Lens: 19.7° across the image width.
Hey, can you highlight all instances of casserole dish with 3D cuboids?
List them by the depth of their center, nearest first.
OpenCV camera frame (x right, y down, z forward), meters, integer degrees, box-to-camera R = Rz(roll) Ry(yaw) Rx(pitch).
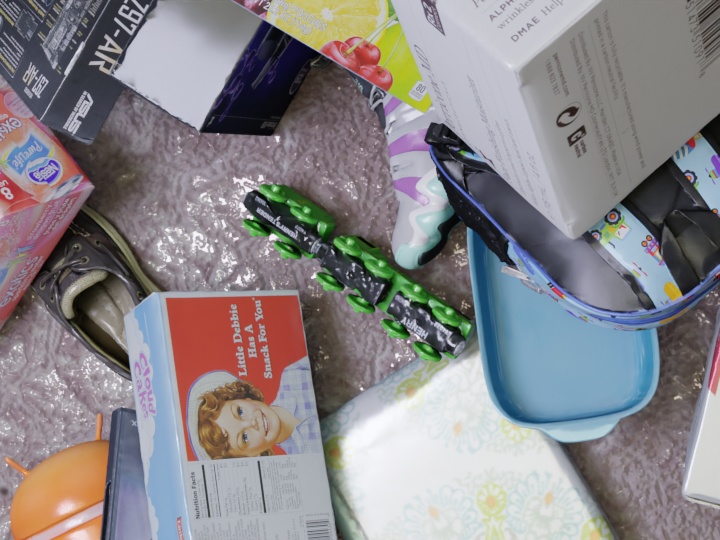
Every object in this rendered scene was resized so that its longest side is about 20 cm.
[{"bbox_3d":[0.139,0.022,1.428,0.120,0.039,0.202,-9,73,6],"label":"casserole dish"}]

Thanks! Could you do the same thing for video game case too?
[{"bbox_3d":[-0.115,0.206,1.448,0.142,0.019,0.202,13,67,-25],"label":"video game case"}]

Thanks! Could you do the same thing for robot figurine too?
[{"bbox_3d":[-0.177,0.208,1.491,0.143,0.117,0.201,-27,87,20],"label":"robot figurine"}]

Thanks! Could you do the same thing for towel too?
[{"bbox_3d":[0.070,0.162,1.469,0.171,0.048,0.201,-32,85,9],"label":"towel"}]

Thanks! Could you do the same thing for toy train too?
[{"bbox_3d":[0.000,0.000,1.457,0.199,0.056,0.042,35,108,22],"label":"toy train"}]

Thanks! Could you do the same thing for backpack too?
[{"bbox_3d":[0.168,-0.050,1.339,0.182,0.135,0.200,-39,62,-7],"label":"backpack"}]

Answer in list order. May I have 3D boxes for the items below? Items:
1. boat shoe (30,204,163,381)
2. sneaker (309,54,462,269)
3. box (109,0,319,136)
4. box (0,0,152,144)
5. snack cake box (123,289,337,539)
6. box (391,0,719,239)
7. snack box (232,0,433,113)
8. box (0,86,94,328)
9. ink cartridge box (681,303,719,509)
[{"bbox_3d":[-0.196,0.010,1.513,0.200,0.065,0.073,40,101,10],"label":"boat shoe"},{"bbox_3d":[0.024,-0.112,1.459,0.139,0.078,0.201,20,87,13],"label":"sneaker"},{"bbox_3d":[-0.078,-0.169,1.410,0.079,0.200,0.142,35,99,7],"label":"box"},{"bbox_3d":[-0.195,-0.195,1.450,0.043,0.200,0.161,26,99,-32],"label":"box"},{"bbox_3d":[-0.091,0.117,1.440,0.114,0.067,0.202,-1,74,-29],"label":"snack cake box"},{"bbox_3d":[0.137,-0.162,1.210,0.200,0.199,0.131,-41,59,-7],"label":"box"},{"bbox_3d":[0.023,-0.224,1.262,0.168,0.068,0.201,27,105,-26],"label":"snack box"},{"bbox_3d":[-0.288,-0.022,1.474,0.103,0.094,0.200,50,128,13],"label":"box"},{"bbox_3d":[0.264,0.072,1.342,0.082,0.200,0.147,13,95,9],"label":"ink cartridge box"}]
